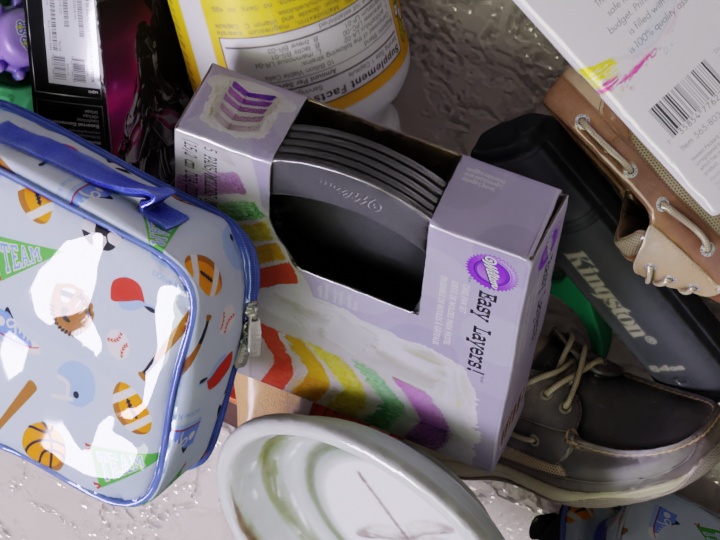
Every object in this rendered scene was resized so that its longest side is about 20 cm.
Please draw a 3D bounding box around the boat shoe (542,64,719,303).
[{"bbox_3d":[0.156,-0.025,1.162,0.201,0.072,0.076,56,178,-10],"label":"boat shoe"}]

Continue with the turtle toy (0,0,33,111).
[{"bbox_3d":[-0.198,-0.133,1.264,0.145,0.101,0.201,34,106,18],"label":"turtle toy"}]

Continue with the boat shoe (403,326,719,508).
[{"bbox_3d":[0.099,0.074,1.266,0.199,0.075,0.074,1,125,35],"label":"boat shoe"}]

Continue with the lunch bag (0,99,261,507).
[{"bbox_3d":[-0.141,0.011,1.159,0.199,0.075,0.161,26,119,21],"label":"lunch bag"}]

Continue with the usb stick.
[{"bbox_3d":[0.129,-0.003,1.217,0.055,0.033,0.200,-15,128,41],"label":"usb stick"}]

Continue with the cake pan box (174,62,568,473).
[{"bbox_3d":[0.000,0.000,1.170,0.183,0.052,0.200,20,146,9],"label":"cake pan box"}]

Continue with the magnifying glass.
[{"bbox_3d":[0.102,-0.011,1.262,0.079,0.022,0.201,22,136,15],"label":"magnifying glass"}]

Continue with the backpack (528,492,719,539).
[{"bbox_3d":[0.174,0.224,1.308,0.190,0.201,0.154,29,139,-12],"label":"backpack"}]

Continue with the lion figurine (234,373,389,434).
[{"bbox_3d":[-0.046,0.056,1.330,0.122,0.072,0.201,-11,84,10],"label":"lion figurine"}]

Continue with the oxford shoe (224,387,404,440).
[{"bbox_3d":[-0.045,0.071,1.402,0.199,0.071,0.073,33,164,0],"label":"oxford shoe"}]

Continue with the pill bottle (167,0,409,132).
[{"bbox_3d":[-0.037,-0.132,1.178,0.112,0.113,0.201,5,128,28],"label":"pill bottle"}]

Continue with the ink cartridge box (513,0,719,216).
[{"bbox_3d":[0.130,-0.138,1.066,0.115,0.068,0.200,-42,101,7],"label":"ink cartridge box"}]

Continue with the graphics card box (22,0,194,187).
[{"bbox_3d":[-0.114,-0.086,1.223,0.051,0.125,0.201,8,113,27],"label":"graphics card box"}]

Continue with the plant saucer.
[{"bbox_3d":[0.017,0.140,1.258,0.199,0.050,0.201,27,144,21],"label":"plant saucer"}]
